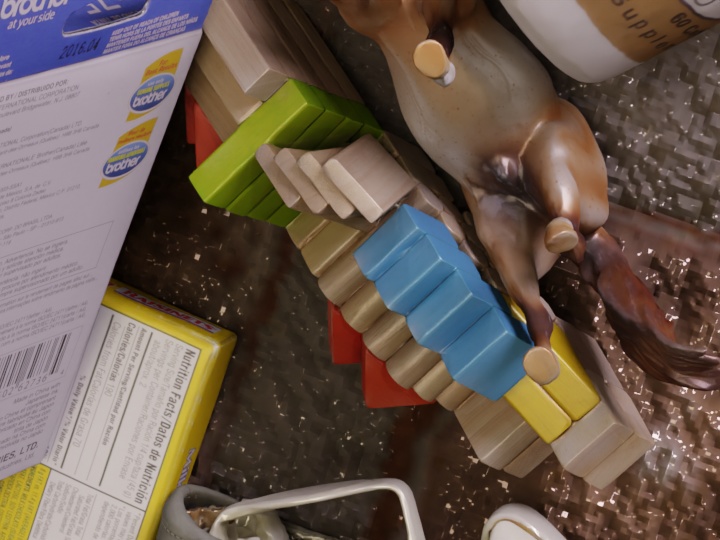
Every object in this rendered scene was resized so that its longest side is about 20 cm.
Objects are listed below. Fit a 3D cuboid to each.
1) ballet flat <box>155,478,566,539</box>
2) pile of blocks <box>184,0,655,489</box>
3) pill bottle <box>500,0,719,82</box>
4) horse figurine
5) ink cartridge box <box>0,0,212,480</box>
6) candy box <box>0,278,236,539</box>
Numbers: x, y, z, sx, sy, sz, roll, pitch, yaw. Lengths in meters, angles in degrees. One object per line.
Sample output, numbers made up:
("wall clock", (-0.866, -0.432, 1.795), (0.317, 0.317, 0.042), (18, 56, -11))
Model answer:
("ballet flat", (0.027, 0.100, 0.831), (0.199, 0.067, 0.064), (5, 94, 15))
("pile of blocks", (0.000, 0.000, 0.812), (0.062, 0.082, 0.200), (-43, 86, 18))
("pill bottle", (0.123, -0.145, 0.734), (0.199, 0.114, 0.115), (-27, 91, 19))
("horse figurine", (0.037, -0.046, 0.784), (0.050, 0.133, 0.200), (-32, 103, 15))
("ink cartridge box", (-0.113, -0.013, 0.776), (0.042, 0.119, 0.201), (36, 120, 19))
("candy box", (-0.119, 0.093, 0.892), (0.102, 0.026, 0.201), (23, 105, 11))
